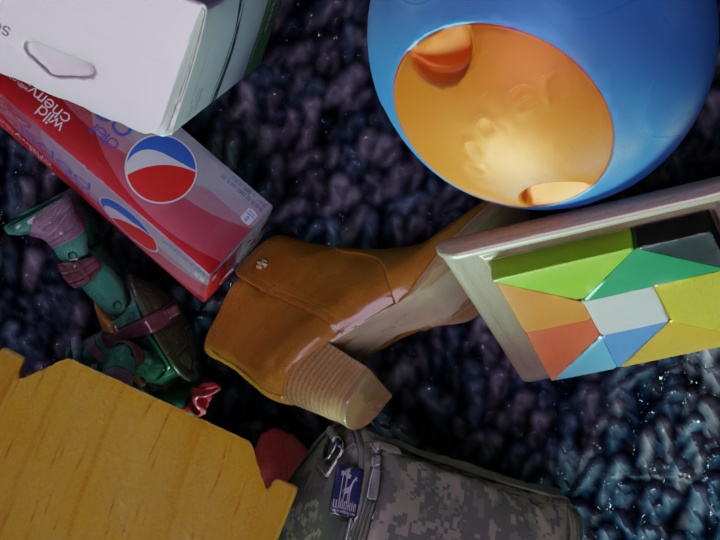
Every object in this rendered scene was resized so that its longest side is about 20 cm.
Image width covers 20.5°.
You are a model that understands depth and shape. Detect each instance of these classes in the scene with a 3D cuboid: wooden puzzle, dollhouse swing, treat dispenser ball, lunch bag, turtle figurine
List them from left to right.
[{"bbox_3d":[-0.164,0.178,1.255,0.199,0.176,0.182,24,75,2],"label":"dollhouse swing"},{"bbox_3d":[-0.162,0.044,1.313,0.100,0.150,0.201,-28,97,-13],"label":"turtle figurine"},{"bbox_3d":[0.032,0.194,1.280,0.199,0.139,0.168,20,100,-29],"label":"lunch bag"},{"bbox_3d":[0.104,-0.135,1.138,0.200,0.201,0.202,4,110,11],"label":"treat dispenser ball"},{"bbox_3d":[0.161,0.014,1.198,0.184,0.037,0.200,-13,150,17],"label":"wooden puzzle"}]

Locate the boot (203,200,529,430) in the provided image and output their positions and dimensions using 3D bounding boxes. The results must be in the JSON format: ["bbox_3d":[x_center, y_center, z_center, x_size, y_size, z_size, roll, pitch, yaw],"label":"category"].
[{"bbox_3d":[0.000,0.001,1.276,0.144,0.201,0.071,29,160,38],"label":"boot"}]

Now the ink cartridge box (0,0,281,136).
[{"bbox_3d":[-0.138,-0.162,1.182,0.145,0.200,0.085,22,110,4],"label":"ink cartridge box"}]

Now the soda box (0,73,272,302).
[{"bbox_3d":[-0.152,-0.073,1.266,0.200,0.070,0.063,40,73,4],"label":"soda box"}]

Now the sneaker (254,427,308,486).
[{"bbox_3d":[-0.103,0.179,1.379,0.200,0.074,0.087,-36,86,17],"label":"sneaker"}]
